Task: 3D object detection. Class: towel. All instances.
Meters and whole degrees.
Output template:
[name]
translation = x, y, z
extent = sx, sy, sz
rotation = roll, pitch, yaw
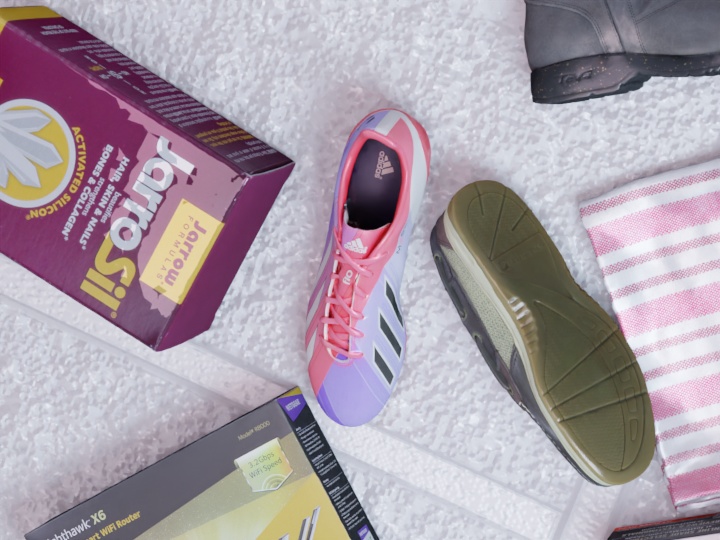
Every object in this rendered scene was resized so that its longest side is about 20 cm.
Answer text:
[towel]
translation = 0.225, 0.032, 1.557
extent = 0.146, 0.030, 0.201
rotation = -17, 92, 17

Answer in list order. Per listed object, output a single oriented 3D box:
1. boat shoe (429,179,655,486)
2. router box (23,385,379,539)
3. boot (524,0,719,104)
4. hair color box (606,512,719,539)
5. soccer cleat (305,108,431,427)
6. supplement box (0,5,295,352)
[boat shoe]
translation = 0.107, 0.042, 1.574
extent = 0.202, 0.072, 0.066
rotation = 59, 151, 8
[router box]
translation = -0.090, 0.189, 1.656
extent = 0.199, 0.052, 0.158
rotation = -29, 89, 17
[boot]
translation = 0.180, -0.176, 1.524
extent = 0.199, 0.070, 0.133
rotation = -9, 90, 13
[hair color box]
translation = 0.214, 0.250, 1.573
extent = 0.101, 0.061, 0.201
rotation = -10, 96, 17
[soccer cleat]
translation = 0.000, 0.000, 1.592
extent = 0.066, 0.076, 0.201
rotation = 14, 101, 13
[supplement box]
translation = -0.163, -0.059, 1.617
extent = 0.199, 0.103, 0.131
rotation = 31, 103, 9
